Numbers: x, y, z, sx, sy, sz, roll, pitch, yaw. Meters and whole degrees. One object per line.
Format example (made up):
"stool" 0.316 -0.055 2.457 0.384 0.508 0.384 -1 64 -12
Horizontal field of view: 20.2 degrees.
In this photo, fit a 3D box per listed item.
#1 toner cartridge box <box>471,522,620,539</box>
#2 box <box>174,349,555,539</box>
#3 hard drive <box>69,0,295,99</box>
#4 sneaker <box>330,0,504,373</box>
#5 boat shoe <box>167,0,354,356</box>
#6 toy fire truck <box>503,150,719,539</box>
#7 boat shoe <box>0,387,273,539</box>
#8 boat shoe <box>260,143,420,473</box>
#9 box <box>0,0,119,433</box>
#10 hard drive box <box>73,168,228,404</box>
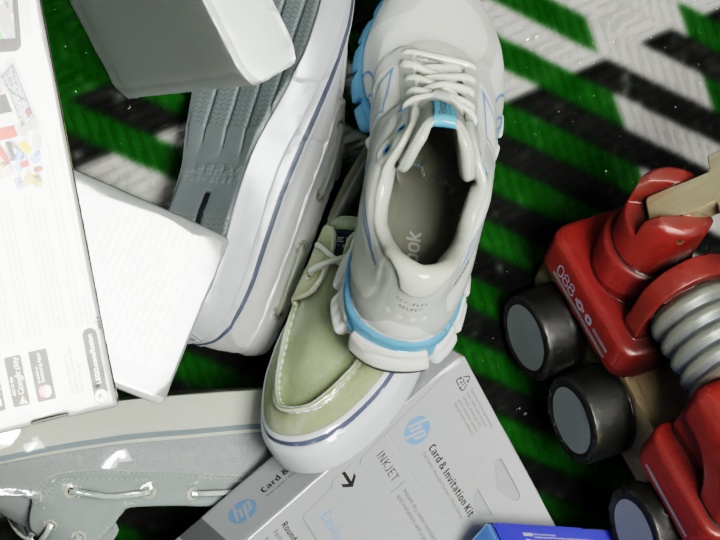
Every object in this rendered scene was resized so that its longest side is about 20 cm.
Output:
"toner cartridge box" 0.142 0.175 0.985 0.200 0.095 0.043 9 129 -39
"box" -0.005 0.148 0.959 0.200 0.041 0.156 -40 127 -13
"hard drive" -0.096 -0.137 0.850 0.026 0.200 0.132 -31 103 -16
"sneaker" 0.034 -0.060 0.891 0.075 0.087 0.200 8 61 -7
"boat shoe" -0.043 -0.057 0.955 0.067 0.073 0.200 26 84 -46
"toy fire truck" 0.176 0.022 0.943 0.128 0.200 0.176 -16 63 -22
"boat shoe" -0.124 0.096 0.921 0.200 0.070 0.072 -6 89 -24
"boat shoe" 0.000 0.000 0.939 0.062 0.072 0.200 60 44 -43
"box" -0.163 -0.036 0.752 0.110 0.035 0.200 -12 98 -19
"hard drive box" -0.176 -0.022 0.850 0.200 0.156 0.077 24 85 -20
